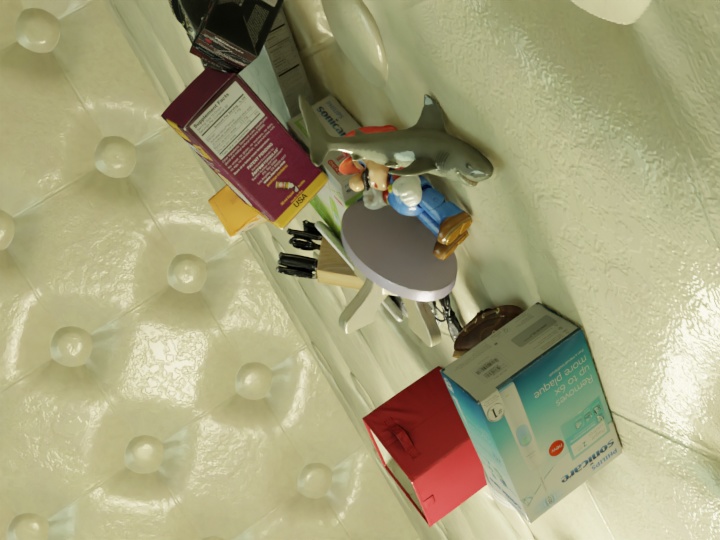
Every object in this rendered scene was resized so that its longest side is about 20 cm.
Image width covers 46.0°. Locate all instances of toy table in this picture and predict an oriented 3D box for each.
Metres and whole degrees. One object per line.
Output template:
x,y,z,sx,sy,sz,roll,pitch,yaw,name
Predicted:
0.050,0.005,1.164,0.201,0.182,0.118,-122,25,-43,toy table

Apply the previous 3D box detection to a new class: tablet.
0.000,0.000,1.348,0.200,0.014,0.130,48,-178,1,tablet

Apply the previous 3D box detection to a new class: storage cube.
0.136,0.321,1.556,0.171,0.179,0.201,46,163,43,storage cube

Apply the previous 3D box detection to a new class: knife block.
-0.041,-0.004,1.453,0.201,0.175,0.064,54,169,16,knife block

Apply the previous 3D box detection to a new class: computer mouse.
0.102,0.050,1.342,0.110,0.044,0.200,57,165,-29,computer mouse

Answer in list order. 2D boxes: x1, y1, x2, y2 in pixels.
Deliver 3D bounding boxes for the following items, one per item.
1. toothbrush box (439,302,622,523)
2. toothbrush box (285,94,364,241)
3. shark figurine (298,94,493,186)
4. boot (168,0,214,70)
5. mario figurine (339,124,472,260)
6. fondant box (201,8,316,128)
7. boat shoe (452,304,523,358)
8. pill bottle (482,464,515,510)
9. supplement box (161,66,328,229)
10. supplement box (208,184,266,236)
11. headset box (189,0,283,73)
0.199,0.164,0.974,0.085,0.146,0.201,39,158,57,toothbrush box
-0.024,-0.136,1.269,0.146,0.086,0.201,51,165,28,toothbrush box
0.045,-0.149,0.921,0.128,0.212,0.091,-43,-36,-74,shark figurine
-0.300,-0.456,1.615,0.154,0.073,0.205,44,158,59,boot
0.039,-0.093,1.053,0.200,0.106,0.124,46,131,17,mario figurine
-0.148,-0.301,1.288,0.144,0.058,0.202,14,132,48,fondant box
0.171,0.085,1.107,0.200,0.070,0.071,146,129,-75,boat shoe
0.220,0.240,1.165,0.114,0.113,0.201,48,166,37,pill bottle
-0.158,-0.169,1.166,0.200,0.103,0.131,47,173,-30,supplement box
-0.140,-0.137,1.401,0.074,0.126,0.200,57,-149,0,supplement box
-0.149,-0.338,1.076,0.074,0.150,0.200,24,178,-17,headset box
